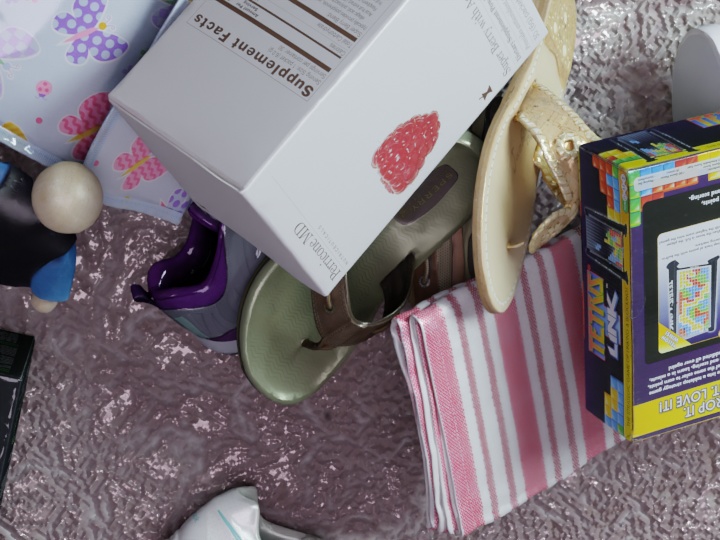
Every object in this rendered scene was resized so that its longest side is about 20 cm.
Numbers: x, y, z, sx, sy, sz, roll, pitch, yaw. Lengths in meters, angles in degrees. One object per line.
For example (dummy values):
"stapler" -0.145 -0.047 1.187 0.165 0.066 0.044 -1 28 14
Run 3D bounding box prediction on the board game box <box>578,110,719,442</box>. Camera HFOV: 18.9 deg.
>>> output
"board game box" 0.223 -0.008 1.244 0.199 0.057 0.167 -13 115 -23

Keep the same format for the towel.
"towel" 0.105 0.055 1.296 0.199 0.030 0.147 -26 116 -34

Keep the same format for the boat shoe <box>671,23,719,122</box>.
"boat shoe" 0.239 -0.059 1.311 0.065 0.074 0.201 -22 115 -19

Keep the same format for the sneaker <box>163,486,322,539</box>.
"sneaker" -0.034 0.218 1.360 0.200 0.070 0.080 43 95 -12

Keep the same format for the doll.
"doll" -0.222 -0.027 1.230 0.199 0.049 0.137 -10 129 41

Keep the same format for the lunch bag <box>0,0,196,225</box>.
"lunch bag" -0.144 -0.140 1.235 0.199 0.127 0.170 31 101 -22

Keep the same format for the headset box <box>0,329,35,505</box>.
"headset box" -0.303 0.126 1.307 0.173 0.093 0.201 14 104 -6

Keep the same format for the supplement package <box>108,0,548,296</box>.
"supplement package" -0.015 -0.113 1.190 0.200 0.120 0.121 -50 145 -8

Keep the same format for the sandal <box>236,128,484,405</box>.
"sandal" 0.000 -0.001 1.244 0.080 0.057 0.201 32 110 -25

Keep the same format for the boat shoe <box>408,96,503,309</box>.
"boat shoe" 0.057 -0.010 1.312 0.073 0.076 0.202 12 103 26

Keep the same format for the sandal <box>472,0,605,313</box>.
"sandal" 0.117 -0.077 1.235 0.069 0.078 0.213 0 61 24

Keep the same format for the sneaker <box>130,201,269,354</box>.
"sneaker" -0.047 -0.039 1.275 0.200 0.074 0.087 -51 137 9
